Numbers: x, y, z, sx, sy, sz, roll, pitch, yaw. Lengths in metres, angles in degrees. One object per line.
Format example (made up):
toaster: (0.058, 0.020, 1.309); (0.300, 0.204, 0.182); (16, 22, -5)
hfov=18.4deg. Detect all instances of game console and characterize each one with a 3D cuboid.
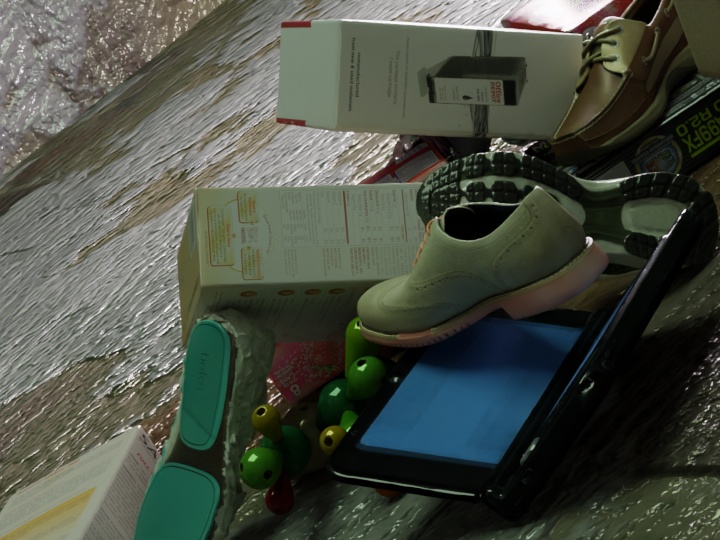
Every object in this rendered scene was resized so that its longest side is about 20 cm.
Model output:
game console: (0.093, 0.043, 1.321); (0.200, 0.116, 0.176); (-52, -7, -48)

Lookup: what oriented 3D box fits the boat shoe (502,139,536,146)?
boat shoe: (0.144, -0.133, 1.841); (0.062, 0.073, 0.200); (-28, 0, 0)

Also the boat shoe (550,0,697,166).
boat shoe: (0.192, -0.151, 1.650); (0.075, 0.074, 0.200); (-18, 22, 45)

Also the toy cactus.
toy cactus: (-0.011, 0.101, 1.481); (0.200, 0.102, 0.165); (-48, 1, -35)

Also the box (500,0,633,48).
box: (0.205, -0.192, 1.876); (0.095, 0.100, 0.200); (-35, 14, -6)

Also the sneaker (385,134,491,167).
sneaker: (0.051, -0.072, 1.798); (0.201, 0.075, 0.116); (-57, 2, -9)

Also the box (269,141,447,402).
box: (0.000, 0.000, 1.686); (0.199, 0.096, 0.100); (-33, 13, 1)

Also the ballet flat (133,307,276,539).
ballet flat: (-0.096, 0.125, 1.491); (0.072, 0.071, 0.201); (-135, 60, -75)

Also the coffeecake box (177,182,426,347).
coffeecake box: (-0.020, -0.003, 1.532); (0.199, 0.074, 0.154); (-2, -17, -10)

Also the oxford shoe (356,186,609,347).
oxford shoe: (0.062, -0.006, 1.363); (0.199, 0.074, 0.071); (-20, 20, 44)

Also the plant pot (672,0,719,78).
plant pot: (0.308, -0.238, 1.552); (0.176, 0.201, 0.200); (-15, 22, 26)

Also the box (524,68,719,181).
box: (0.231, -0.115, 1.690); (0.199, 0.044, 0.160); (-34, 14, 0)

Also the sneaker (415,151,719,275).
sneaker: (0.129, -0.024, 1.462); (0.089, 0.199, 0.077); (129, 147, -69)

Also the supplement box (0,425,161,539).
supplement box: (-0.206, 0.206, 1.552); (0.126, 0.074, 0.200); (-29, 16, 21)

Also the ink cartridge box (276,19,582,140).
ink cartridge box: (0.052, -0.146, 1.699); (0.199, 0.083, 0.147); (1, 5, -21)
